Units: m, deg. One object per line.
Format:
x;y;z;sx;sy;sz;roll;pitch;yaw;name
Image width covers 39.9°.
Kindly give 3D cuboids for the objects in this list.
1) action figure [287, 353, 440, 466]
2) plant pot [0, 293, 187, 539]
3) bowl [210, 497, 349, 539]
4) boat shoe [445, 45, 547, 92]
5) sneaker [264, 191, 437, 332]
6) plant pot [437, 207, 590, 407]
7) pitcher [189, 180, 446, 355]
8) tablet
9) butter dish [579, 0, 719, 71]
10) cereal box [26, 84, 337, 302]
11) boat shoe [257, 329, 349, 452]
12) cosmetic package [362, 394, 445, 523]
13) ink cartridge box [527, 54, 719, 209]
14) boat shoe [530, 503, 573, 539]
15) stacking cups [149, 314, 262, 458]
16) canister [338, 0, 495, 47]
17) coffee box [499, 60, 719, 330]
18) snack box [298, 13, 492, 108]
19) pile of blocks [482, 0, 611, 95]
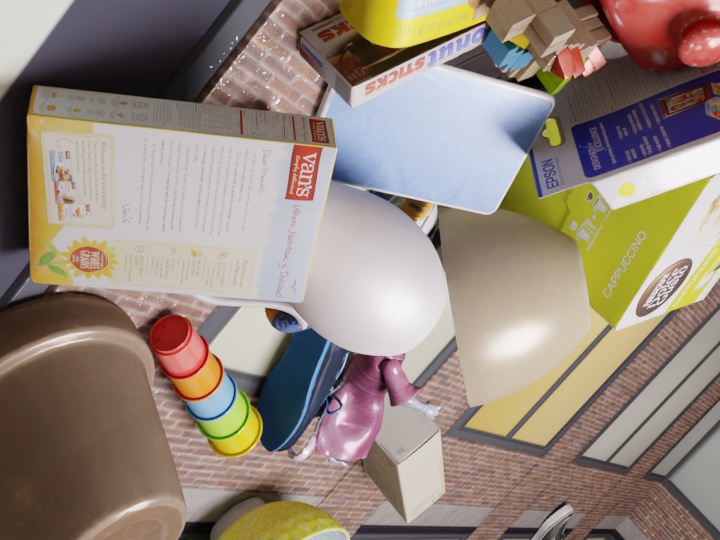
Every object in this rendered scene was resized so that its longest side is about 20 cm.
0.007;0.108;1.088;0.146;0.135;0.202;7;128;-25;action figure
-0.224;0.150;0.762;0.198;0.175;0.202;-29;148;-21;plant pot
-0.120;0.341;1.194;0.198;0.108;0.202;-30;147;-21;bowl
0.104;-0.150;0.886;0.198;0.069;0.073;-29;148;-24;boat shoe
0.000;0.000;0.944;0.199;0.075;0.089;-38;150;-9;sneaker
0.159;0.026;1.003;0.132;0.204;0.201;-10;149;6;plant pot
-0.041;-0.002;0.818;0.199;0.122;0.171;37;118;-27;pitcher
0.057;-0.117;0.842;0.196;0.014;0.131;10;128;-24;tablet
0.275;-0.236;0.826;0.197;0.150;0.199;-19;146;27;butter dish
-0.123;-0.046;0.678;0.196;0.040;0.145;5;132;-14;cereal box
-0.042;0.109;1.022;0.068;0.085;0.202;0;131;-44;boat shoe
0.050;0.231;1.270;0.073;0.104;0.201;-34;150;-16;cosmetic package
0.246;-0.133;0.882;0.197;0.199;0.047;-20;123;16;ink cartridge box
0.433;0.617;2.263;0.070;0.064;0.202;-3;131;-49;boat shoe
-0.140;0.108;0.924;0.060;0.061;0.201;-35;149;-14;stacking cups
0.060;-0.265;0.672;0.147;0.087;0.202;-26;147;-28;canister
0.304;-0.088;1.076;0.196;0.200;0.202;-11;137;-42;coffee box
0.052;-0.192;0.766;0.198;0.072;0.025;-30;149;-23;snack box
0.148;-0.169;0.787;0.082;0.063;0.199;-40;167;26;pile of blocks
